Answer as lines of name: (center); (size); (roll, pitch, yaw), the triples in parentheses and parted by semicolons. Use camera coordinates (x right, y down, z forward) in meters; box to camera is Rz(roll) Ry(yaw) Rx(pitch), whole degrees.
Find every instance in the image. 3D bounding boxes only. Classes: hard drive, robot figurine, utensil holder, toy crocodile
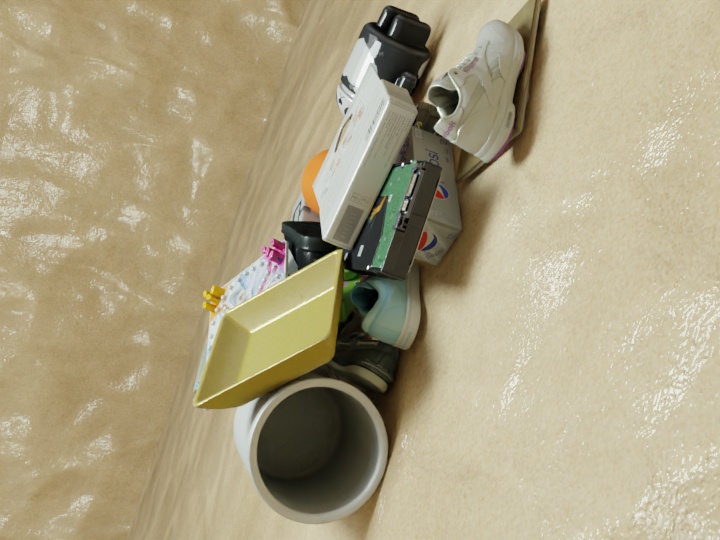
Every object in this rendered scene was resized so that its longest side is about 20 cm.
hard drive: (0.033, -0.061, 1.088); (0.200, 0.038, 0.140); (-175, 104, -75)
robot figurine: (-0.020, -0.130, 1.391); (0.144, 0.117, 0.200); (-52, 31, -4)
utensil holder: (-0.074, 0.212, 1.128); (0.200, 0.170, 0.170); (177, 111, -74)
robot figurine: (0.037, -0.330, 1.464); (0.200, 0.125, 0.150); (-63, -1, 25)
toy crocodile: (0.000, 0.000, 1.246); (0.200, 0.062, 0.068); (-64, -26, -55)

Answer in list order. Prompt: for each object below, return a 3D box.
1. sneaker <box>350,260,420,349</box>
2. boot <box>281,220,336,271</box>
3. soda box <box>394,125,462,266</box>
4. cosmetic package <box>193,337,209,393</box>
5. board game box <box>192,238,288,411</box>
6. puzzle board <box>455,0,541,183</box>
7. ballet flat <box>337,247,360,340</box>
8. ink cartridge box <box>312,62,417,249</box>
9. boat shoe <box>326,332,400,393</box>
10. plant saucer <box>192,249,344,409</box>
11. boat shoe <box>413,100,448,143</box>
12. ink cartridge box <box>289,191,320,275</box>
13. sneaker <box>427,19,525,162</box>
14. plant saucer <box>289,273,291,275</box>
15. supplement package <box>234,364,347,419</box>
sneaker: (0.029, 0.023, 1.156); (0.200, 0.082, 0.074); (-98, 32, -64)
boot: (-0.079, 0.018, 1.313); (0.200, 0.076, 0.169); (-135, 48, -73)
soda box: (0.083, -0.100, 1.156); (0.200, 0.063, 0.068); (-89, 24, -48)
cosmetic package: (-0.205, 0.127, 1.438); (0.200, 0.073, 0.104); (130, 154, -53)
board game box: (-0.174, 0.077, 1.278); (0.200, 0.026, 0.200); (-34, 45, 39)
puzzle board: (0.172, -0.221, 1.089); (0.151, 0.017, 0.201); (138, 148, -62)
ballet flat: (-0.018, 0.042, 1.354); (0.075, 0.068, 0.200); (48, 125, 48)
ink cartridge box: (0.001, -0.153, 1.156); (0.176, 0.045, 0.200); (-103, 36, -62)
boat shoe: (0.000, 0.118, 1.190); (0.062, 0.073, 0.200); (-58, 16, -10)
plant saucer: (-0.098, 0.081, 1.094); (0.200, 0.048, 0.200); (-28, 25, 19)
boat shoe: (0.075, -0.193, 1.295); (0.202, 0.060, 0.072); (146, 139, -65)
ink cartridge box: (-0.056, -0.069, 1.490); (0.068, 0.116, 0.200); (-54, 22, 41)
sneaker: (0.131, -0.221, 1.010); (0.075, 0.099, 0.200); (127, 158, -54)
plant saucer: (-0.104, 0.067, 1.515); (0.200, 0.032, 0.201); (16, -90, -77)
supplement package: (-0.109, 0.207, 1.357); (0.200, 0.111, 0.156); (-144, 74, -74)
